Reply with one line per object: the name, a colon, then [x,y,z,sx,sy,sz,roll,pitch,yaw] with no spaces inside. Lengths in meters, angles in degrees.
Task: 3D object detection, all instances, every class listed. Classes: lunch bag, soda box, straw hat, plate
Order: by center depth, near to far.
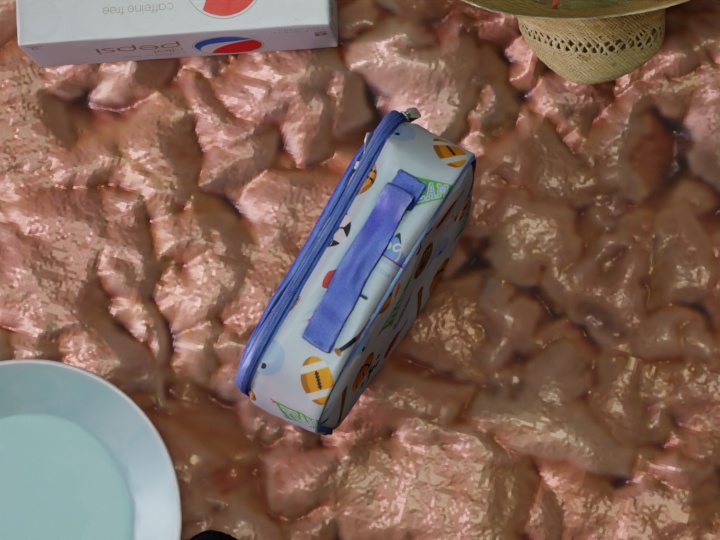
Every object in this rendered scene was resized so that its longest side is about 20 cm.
lunch bag: [0.000,0.000,1.316,0.075,0.160,0.201,29,86,7]
straw hat: [0.142,-0.162,1.363,0.199,0.202,0.086,-5,125,4]
plate: [-0.207,0.156,1.379,0.198,0.026,0.202,-1,83,4]
soda box: [-0.114,-0.173,1.398,0.198,0.064,0.069,-3,82,5]

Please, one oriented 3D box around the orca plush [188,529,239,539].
orca plush: [-0.061,0.252,1.330,0.104,0.071,0.202,-12,81,3]
